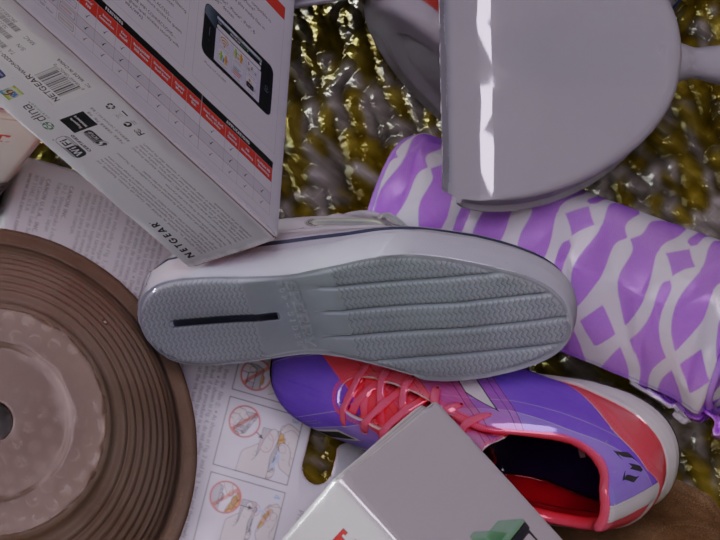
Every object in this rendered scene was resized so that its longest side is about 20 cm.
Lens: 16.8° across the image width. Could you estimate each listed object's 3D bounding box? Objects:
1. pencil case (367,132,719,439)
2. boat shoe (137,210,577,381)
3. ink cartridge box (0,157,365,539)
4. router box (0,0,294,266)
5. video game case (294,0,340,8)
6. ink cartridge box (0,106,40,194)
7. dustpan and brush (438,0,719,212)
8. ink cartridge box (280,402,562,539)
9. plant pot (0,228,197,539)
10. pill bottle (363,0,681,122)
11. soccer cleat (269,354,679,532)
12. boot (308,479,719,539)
[{"bbox_3d":[0.094,0.005,1.121,0.199,0.084,0.086,22,95,22],"label":"pencil case"},{"bbox_3d":[0.000,0.000,1.082,0.198,0.074,0.067,3,37,14],"label":"boat shoe"},{"bbox_3d":[-0.093,0.054,1.162,0.198,0.057,0.164,18,74,-14],"label":"ink cartridge box"},{"bbox_3d":[-0.102,-0.129,1.038,0.049,0.200,0.181,-17,51,28],"label":"router box"},{"bbox_3d":[-0.011,-0.217,1.179,0.181,0.024,0.202,-6,61,34],"label":"video game case"},{"bbox_3d":[-0.227,-0.079,1.095,0.144,0.200,0.086,6,72,-22],"label":"ink cartridge box"},{"bbox_3d":[0.119,-0.096,1.104,0.198,0.057,0.141,0,88,-18],"label":"dustpan and brush"},{"bbox_3d":[0.041,0.181,1.043,0.200,0.145,0.084,47,39,9],"label":"ink cartridge box"},{"bbox_3d":[-0.165,0.073,1.067,0.199,0.093,0.203,3,78,-12],"label":"plant pot"},{"bbox_3d":[0.105,-0.158,1.172,0.112,0.112,0.200,42,78,13],"label":"pill bottle"},{"bbox_3d":[0.040,0.068,1.089,0.199,0.073,0.069,16,111,22],"label":"soccer cleat"},{"bbox_3d":[0.073,0.124,1.125,0.198,0.074,0.076,10,47,7],"label":"boot"}]
